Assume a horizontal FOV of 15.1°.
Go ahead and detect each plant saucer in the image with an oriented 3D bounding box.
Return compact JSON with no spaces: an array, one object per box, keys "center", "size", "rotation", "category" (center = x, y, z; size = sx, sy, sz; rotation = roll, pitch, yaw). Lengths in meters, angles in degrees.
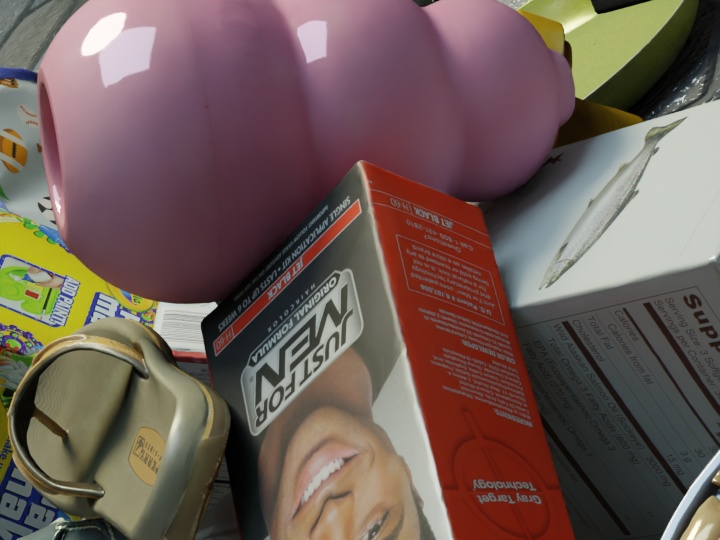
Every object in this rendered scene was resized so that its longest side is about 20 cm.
[{"center":[0.104,-0.103,1.449],"size":[0.200,0.031,0.200],"rotation":[-33,20,14],"category":"plant saucer"}]

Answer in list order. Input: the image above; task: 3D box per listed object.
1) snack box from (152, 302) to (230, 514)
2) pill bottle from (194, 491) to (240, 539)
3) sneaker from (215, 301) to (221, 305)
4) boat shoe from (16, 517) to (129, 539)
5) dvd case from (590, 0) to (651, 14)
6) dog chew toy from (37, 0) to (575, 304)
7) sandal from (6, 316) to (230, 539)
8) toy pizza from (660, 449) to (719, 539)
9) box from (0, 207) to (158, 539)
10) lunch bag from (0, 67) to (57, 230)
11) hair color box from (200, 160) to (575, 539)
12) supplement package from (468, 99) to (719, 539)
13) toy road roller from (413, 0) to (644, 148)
[{"center":[-0.067,0.059,1.212],"size":[0.053,0.143,0.200],"rotation":[6,24,-1],"category":"snack box"},{"center":[-0.057,0.173,0.953],"size":[0.120,0.120,0.200],"rotation":[-21,24,40],"category":"pill bottle"},{"center":[0.000,0.000,1.145],"size":[0.075,0.200,0.115],"rotation":[-45,11,15],"category":"sneaker"},{"center":[-0.120,0.138,1.116],"size":[0.062,0.073,0.200],"rotation":[-5,-11,-19],"category":"boat shoe"},{"center":[0.214,-0.158,1.214],"size":[0.200,0.018,0.143],"rotation":[-20,5,-15],"category":"dvd case"},{"center":[-0.017,-0.056,1.019],"size":[0.199,0.125,0.125],"rotation":[-8,15,-11],"category":"dog chew toy"},{"center":[-0.101,0.058,1.011],"size":[0.200,0.054,0.081],"rotation":[-161,86,-70],"category":"sandal"},{"center":[0.163,0.093,0.737],"size":[0.200,0.032,0.201],"rotation":[-16,52,21],"category":"toy pizza"},{"center":[-0.216,0.073,1.251],"size":[0.122,0.192,0.200],"rotation":[-82,15,-64],"category":"box"},{"center":[-0.166,-0.010,1.405],"size":[0.124,0.170,0.200],"rotation":[-39,-8,3],"category":"lunch bag"},{"center":[0.010,0.072,0.924],"size":[0.102,0.061,0.200],"rotation":[-45,42,31],"category":"hair color box"},{"center":[0.112,0.021,1.004],"size":[0.200,0.117,0.117],"rotation":[-16,28,48],"category":"supplement package"},{"center":[0.052,-0.024,1.266],"size":[0.123,0.146,0.200],"rotation":[-85,13,-65],"category":"toy road roller"}]
